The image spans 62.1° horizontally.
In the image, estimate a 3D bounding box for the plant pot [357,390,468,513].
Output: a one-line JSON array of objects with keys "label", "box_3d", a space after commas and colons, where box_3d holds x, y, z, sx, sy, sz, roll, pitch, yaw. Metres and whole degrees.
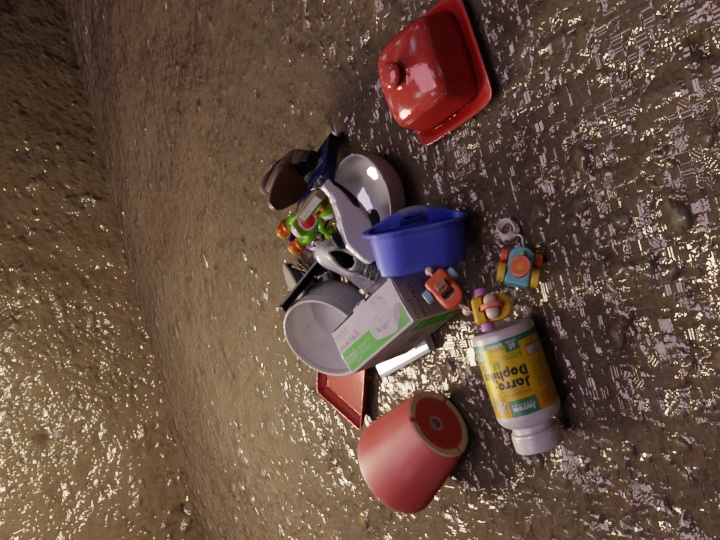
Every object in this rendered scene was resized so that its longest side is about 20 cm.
[{"label": "plant pot", "box_3d": [0.114, 0.355, 1.214, 0.203, 0.197, 0.179, 55, 131, 25]}]

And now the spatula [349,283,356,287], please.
[{"label": "spatula", "box_3d": [-0.010, 0.032, 1.398, 0.058, 0.020, 0.200, 63, 143, 15]}]

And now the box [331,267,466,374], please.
[{"label": "box", "box_3d": [0.071, 0.092, 1.147, 0.200, 0.174, 0.098, -44, 68, 37]}]

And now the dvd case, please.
[{"label": "dvd case", "box_3d": [-0.109, 0.006, 1.319, 0.017, 0.201, 0.143, 40, 173, -5]}]

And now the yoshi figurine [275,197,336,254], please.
[{"label": "yoshi figurine", "box_3d": [-0.098, -0.133, 1.375, 0.199, 0.111, 0.114, -39, 48, 27]}]

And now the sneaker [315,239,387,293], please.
[{"label": "sneaker", "box_3d": [0.000, 0.000, 1.236, 0.072, 0.196, 0.080, -68, 18, -2]}]

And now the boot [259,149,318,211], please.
[{"label": "boot", "box_3d": [-0.173, -0.189, 1.295, 0.144, 0.202, 0.071, -9, 126, 46]}]

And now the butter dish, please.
[{"label": "butter dish", "box_3d": [0.097, -0.334, 1.017, 0.198, 0.145, 0.206, -24, 83, 55]}]

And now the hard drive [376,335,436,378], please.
[{"label": "hard drive", "box_3d": [0.078, 0.143, 1.313, 0.200, 0.025, 0.135, -41, 69, 51]}]

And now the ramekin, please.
[{"label": "ramekin", "box_3d": [-0.061, 0.119, 1.310, 0.194, 0.106, 0.205, 13, 126, 17]}]

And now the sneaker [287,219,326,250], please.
[{"label": "sneaker", "box_3d": [-0.129, -0.130, 1.450, 0.081, 0.087, 0.204, 46, 134, 35]}]

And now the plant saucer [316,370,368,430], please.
[{"label": "plant saucer", "box_3d": [-0.042, 0.265, 1.511, 0.198, 0.036, 0.206, 30, 124, 46]}]

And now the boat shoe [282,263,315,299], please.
[{"label": "boat shoe", "box_3d": [-0.144, 0.036, 1.547, 0.200, 0.061, 0.077, 42, 150, 50]}]

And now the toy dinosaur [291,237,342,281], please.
[{"label": "toy dinosaur", "box_3d": [-0.061, 0.016, 1.427, 0.194, 0.105, 0.188, 15, 96, 18]}]

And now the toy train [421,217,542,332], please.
[{"label": "toy train", "box_3d": [0.200, 0.008, 0.967, 0.151, 0.199, 0.056, 51, -178, 17]}]

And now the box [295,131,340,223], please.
[{"label": "box", "box_3d": [-0.091, -0.213, 1.303, 0.121, 0.032, 0.204, -46, 27, 38]}]

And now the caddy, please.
[{"label": "caddy", "box_3d": [0.100, -0.062, 1.072, 0.142, 0.193, 0.108, -112, 11, -79]}]

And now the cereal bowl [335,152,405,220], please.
[{"label": "cereal bowl", "box_3d": [0.027, -0.143, 1.233, 0.198, 0.082, 0.207, 24, 121, 47]}]

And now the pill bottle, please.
[{"label": "pill bottle", "box_3d": [0.266, 0.192, 0.997, 0.112, 0.110, 0.206, -23, 83, 54]}]

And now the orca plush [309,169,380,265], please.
[{"label": "orca plush", "box_3d": [-0.026, -0.097, 1.191, 0.199, 0.106, 0.071, 42, 178, 6]}]
